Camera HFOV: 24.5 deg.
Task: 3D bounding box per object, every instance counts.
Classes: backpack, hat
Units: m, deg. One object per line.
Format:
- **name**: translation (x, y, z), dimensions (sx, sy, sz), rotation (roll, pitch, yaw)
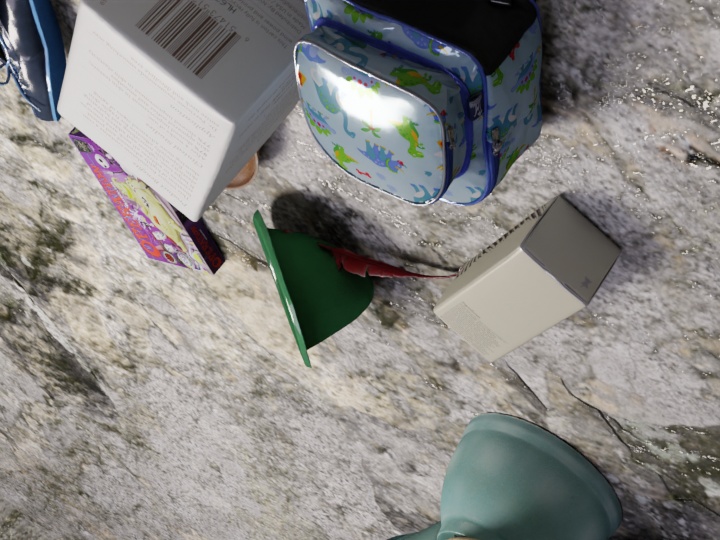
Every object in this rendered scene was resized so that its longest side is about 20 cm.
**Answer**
- **backpack**: translation (0.043, -0.141, 1.295), dimensions (0.182, 0.147, 0.201), rotation (27, 154, 27)
- **hat**: translation (0.000, 0.000, 1.716), dimensions (0.166, 0.175, 0.201), rotation (75, 173, -53)

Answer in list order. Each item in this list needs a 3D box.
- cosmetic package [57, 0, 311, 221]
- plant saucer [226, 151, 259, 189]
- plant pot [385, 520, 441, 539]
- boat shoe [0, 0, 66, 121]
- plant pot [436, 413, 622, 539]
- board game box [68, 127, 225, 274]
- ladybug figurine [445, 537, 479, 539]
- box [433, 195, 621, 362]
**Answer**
- **cosmetic package**: translation (-0.142, -0.185, 1.438), dimensions (0.167, 0.167, 0.200), rotation (38, 153, 1)
- **plant saucer**: translation (-0.173, -0.166, 1.653), dimensions (0.200, 0.037, 0.201), rotation (31, 153, 17)
- **plant pot**: translation (0.113, 0.387, 2.005), dimensions (0.200, 0.201, 0.196), rotation (39, 145, -1)
- **boat shoe**: translation (-0.349, -0.242, 1.708), dimensions (0.068, 0.085, 0.201), rotation (-1, 130, 5)
- **plant pot**: translation (0.165, 0.273, 1.803), dimensions (0.199, 0.134, 0.201), rotation (30, 153, 17)
- **board game box**: translation (-0.242, -0.081, 1.884), dimensions (0.120, 0.032, 0.201), rotation (18, 147, 44)
- **ladybug figurine**: translation (0.122, 0.348, 1.742), dimensions (0.135, 0.072, 0.200), rotation (33, 153, 12)
- **box**: translation (0.146, 0.011, 1.489), dimensions (0.082, 0.069, 0.200), rotation (41, 153, -6)
